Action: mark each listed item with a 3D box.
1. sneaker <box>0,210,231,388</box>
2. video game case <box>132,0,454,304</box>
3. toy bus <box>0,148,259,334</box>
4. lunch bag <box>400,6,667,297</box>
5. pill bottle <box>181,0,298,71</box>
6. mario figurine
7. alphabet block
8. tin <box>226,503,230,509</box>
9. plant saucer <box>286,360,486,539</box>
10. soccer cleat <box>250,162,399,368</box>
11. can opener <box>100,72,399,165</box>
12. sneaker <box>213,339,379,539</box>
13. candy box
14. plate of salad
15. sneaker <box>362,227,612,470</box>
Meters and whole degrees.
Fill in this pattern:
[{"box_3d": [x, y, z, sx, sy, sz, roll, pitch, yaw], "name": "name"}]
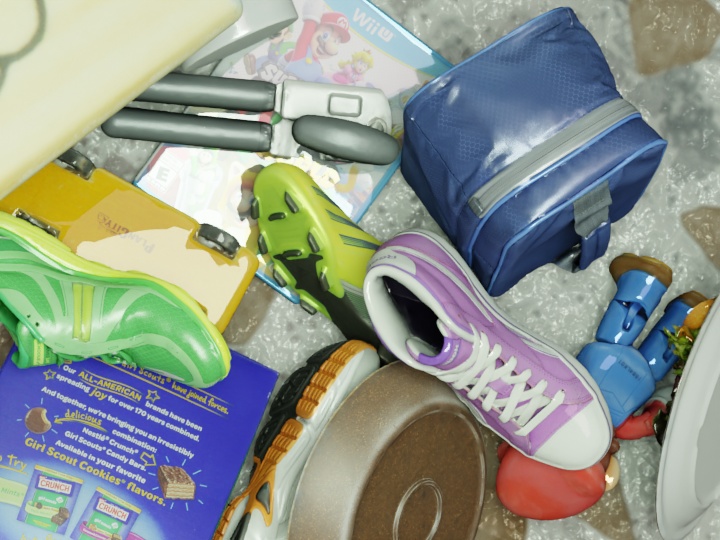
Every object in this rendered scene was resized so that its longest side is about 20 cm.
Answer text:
[{"box_3d": [-0.176, 0.034, 1.096, 0.200, 0.074, 0.084, 22, 59, 6], "name": "sneaker"}, {"box_3d": [-0.042, -0.098, 1.223, 0.143, 0.018, 0.200, 36, 85, -8], "name": "video game case"}, {"box_3d": [-0.168, -0.027, 1.166, 0.200, 0.078, 0.065, 28, 81, -5], "name": "toy bus"}, {"box_3d": [0.114, -0.063, 1.165, 0.136, 0.200, 0.132, -31, 77, -6], "name": "lunch bag"}, {"box_3d": [-0.121, -0.239, 1.158, 0.112, 0.112, 0.200, -26, 94, -8], "name": "pill bottle"}, {"box_3d": [0.157, 0.087, 1.243, 0.123, 0.106, 0.200, 30, 73, 25], "name": "mario figurine"}, {"box_3d": [-0.223, -0.152, 1.022, 0.200, 0.196, 0.195, -40, 100, -24], "name": "alphabet block"}, {"box_3d": [-0.131, 0.202, 1.204, 0.200, 0.042, 0.112, 20, 92, -9], "name": "tin"}, {"box_3d": [0.027, 0.159, 1.165, 0.200, 0.034, 0.201, -22, 118, -47], "name": "plant saucer"}, {"box_3d": [0.000, 0.000, 1.206, 0.200, 0.065, 0.084, 53, 53, -16], "name": "soccer cleat"}, {"box_3d": [-0.073, -0.105, 1.180, 0.200, 0.066, 0.053, 6, 92, -5], "name": "can opener"}, {"box_3d": [-0.027, 0.144, 1.177, 0.092, 0.076, 0.200, 28, 89, -21], "name": "sneaker"}, {"box_3d": [-0.166, 0.126, 1.139, 0.169, 0.077, 0.200, 25, 63, -5], "name": "candy box"}, {"box_3d": [0.233, 0.087, 1.203, 0.048, 0.200, 0.200, 17, 88, 26], "name": "plate of salad"}, {"box_3d": [0.075, 0.065, 1.119, 0.200, 0.114, 0.073, 42, 107, 0], "name": "sneaker"}]
